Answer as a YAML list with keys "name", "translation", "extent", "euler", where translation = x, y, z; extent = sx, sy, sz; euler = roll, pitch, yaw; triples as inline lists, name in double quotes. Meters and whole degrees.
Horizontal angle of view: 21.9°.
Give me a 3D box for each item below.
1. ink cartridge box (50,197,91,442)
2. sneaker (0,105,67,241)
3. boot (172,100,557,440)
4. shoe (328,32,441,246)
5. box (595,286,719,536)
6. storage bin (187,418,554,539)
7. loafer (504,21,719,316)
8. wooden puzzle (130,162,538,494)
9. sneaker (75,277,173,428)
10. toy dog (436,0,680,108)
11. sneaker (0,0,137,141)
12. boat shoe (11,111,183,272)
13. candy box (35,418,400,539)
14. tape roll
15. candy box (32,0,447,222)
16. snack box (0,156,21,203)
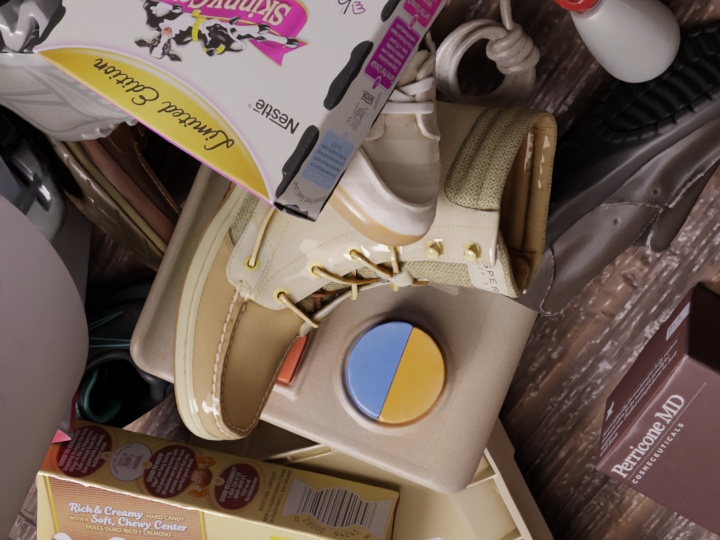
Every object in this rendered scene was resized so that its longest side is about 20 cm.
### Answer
- name: "ink cartridge box"
  translation: [-0.264, 0.034, 1.068]
  extent: [0.199, 0.146, 0.083]
  euler: [-13, 149, 22]
- name: "sneaker"
  translation: [-0.235, -0.078, 1.016]
  extent: [0.200, 0.079, 0.076]
  euler: [34, 96, 13]
- name: "boot"
  translation: [0.003, 0.001, 0.904]
  extent: [0.155, 0.201, 0.073]
  euler: [14, 167, 27]
- name: "shoe"
  translation: [-0.006, -0.109, 0.845]
  extent: [0.053, 0.070, 0.201]
  euler: [-32, 73, 50]
- name: "box"
  translation: [0.243, 0.105, 1.039]
  extent: [0.199, 0.075, 0.100]
  euler: [29, 126, -3]
- name: "storage bin"
  translation: [0.016, 0.154, 1.117]
  extent: [0.198, 0.094, 0.201]
  euler: [-16, 117, 23]
- name: "loafer"
  translation: [0.143, -0.050, 0.948]
  extent: [0.200, 0.073, 0.071]
  euler: [-37, 122, 12]
- name: "wooden puzzle"
  translation: [0.000, 0.000, 0.986]
  extent: [0.199, 0.046, 0.186]
  euler: [22, 86, -3]
- name: "sneaker"
  translation: [-0.179, 0.062, 1.106]
  extent: [0.199, 0.079, 0.076]
  euler: [-21, 120, 27]
- name: "toy dog"
  translation: [0.079, -0.181, 0.897]
  extent: [0.131, 0.097, 0.200]
  euler: [-12, 132, 13]
- name: "sneaker"
  translation: [-0.120, -0.101, 0.907]
  extent: [0.199, 0.075, 0.081]
  euler: [13, 126, 25]
- name: "boat shoe"
  translation: [-0.144, -0.080, 1.012]
  extent: [0.200, 0.068, 0.072]
  euler: [50, 164, -12]
- name: "candy box"
  translation: [-0.084, 0.162, 1.058]
  extent: [0.199, 0.055, 0.116]
  euler: [13, 125, 7]
- name: "tape roll"
  translation: [-0.246, 0.057, 0.888]
  extent: [0.202, 0.139, 0.203]
  euler: [7, 129, 9]
- name: "candy box"
  translation: [-0.031, -0.142, 0.797]
  extent: [0.136, 0.061, 0.201]
  euler: [31, 94, 18]
- name: "snack box"
  translation: [-0.276, -0.094, 0.907]
  extent: [0.142, 0.053, 0.201]
  euler: [-5, 127, 31]
